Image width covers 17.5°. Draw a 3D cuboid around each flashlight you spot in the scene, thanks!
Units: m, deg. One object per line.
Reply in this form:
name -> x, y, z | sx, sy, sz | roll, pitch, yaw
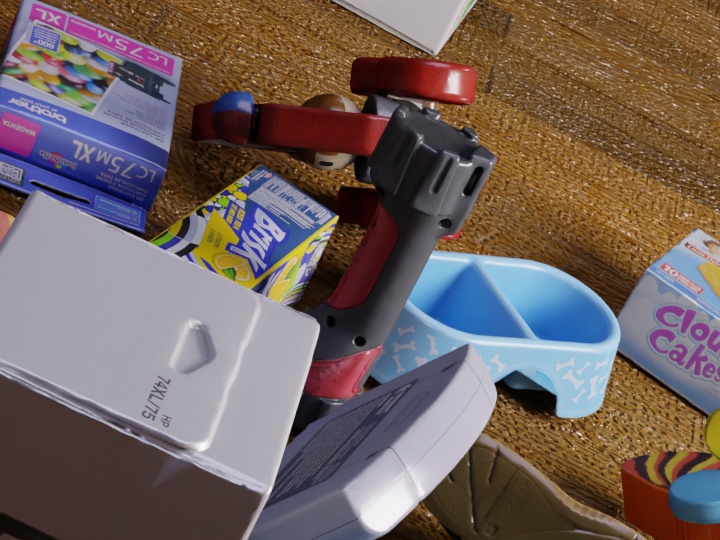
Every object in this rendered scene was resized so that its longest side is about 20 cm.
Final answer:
flashlight -> 0.000, 0.000, 1.324 | 0.067, 0.201, 0.068 | 5, 34, -35

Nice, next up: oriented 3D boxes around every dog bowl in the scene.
dog bowl -> 0.081, 0.036, 1.481 | 0.199, 0.050, 0.112 | 6, 34, -36

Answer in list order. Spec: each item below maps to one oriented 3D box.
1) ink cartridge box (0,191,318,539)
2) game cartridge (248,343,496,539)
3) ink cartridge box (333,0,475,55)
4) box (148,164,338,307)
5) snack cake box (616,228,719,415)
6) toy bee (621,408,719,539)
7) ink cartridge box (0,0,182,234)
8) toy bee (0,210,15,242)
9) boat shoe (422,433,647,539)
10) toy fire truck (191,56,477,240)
ink cartridge box -> -0.128, 0.103, 1.021 | 0.145, 0.201, 0.147 | 25, 27, -4
game cartridge -> -0.003, 0.104, 1.225 | 0.042, 0.133, 0.200 | 63, 28, -9
ink cartridge box -> 0.053, -0.299, 1.931 | 0.145, 0.147, 0.200 | 29, 28, 2
box -> -0.087, 0.009, 1.371 | 0.064, 0.070, 0.200 | 32, 28, 10
snack cake box -> 0.281, 0.064, 1.609 | 0.199, 0.067, 0.115 | 35, 29, 13
toy bee -> 0.233, 0.156, 1.347 | 0.108, 0.132, 0.200 | -10, 39, -13
ink cartridge box -> -0.180, -0.103, 1.512 | 0.119, 0.042, 0.200 | 21, 30, -12
toy bee -> -0.248, -0.023, 1.244 | 0.199, 0.109, 0.131 | 0, 40, -42
boat shoe -> 0.114, 0.160, 1.296 | 0.200, 0.073, 0.065 | 43, -4, 1
toy fire truck -> -0.020, -0.086, 1.511 | 0.167, 0.113, 0.200 | 5, 3, -11
